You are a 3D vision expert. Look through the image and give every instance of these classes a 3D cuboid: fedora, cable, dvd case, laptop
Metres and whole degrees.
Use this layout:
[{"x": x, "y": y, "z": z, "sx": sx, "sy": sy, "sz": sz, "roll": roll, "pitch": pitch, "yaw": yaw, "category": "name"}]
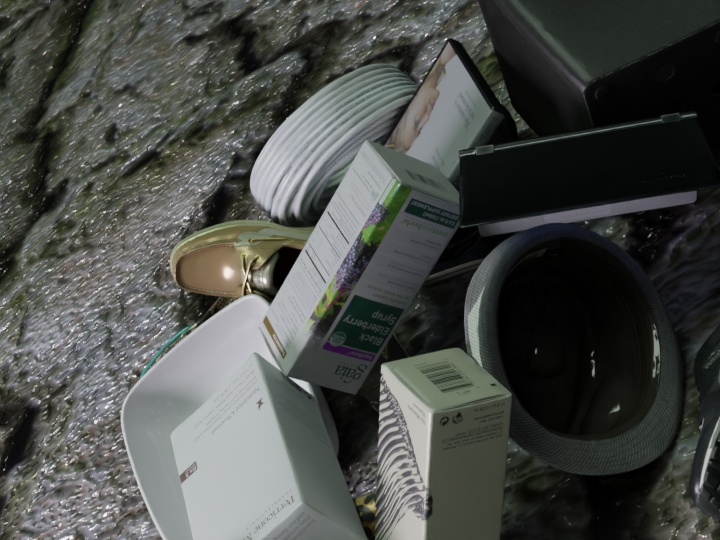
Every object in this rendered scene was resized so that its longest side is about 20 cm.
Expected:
[{"x": 0.152, "y": 0.068, "z": 1.110, "sx": 0.090, "sy": 0.175, "sz": 0.202, "roll": 128, "pitch": 132, "yaw": -64, "category": "fedora"}, {"x": -0.017, "y": -0.119, "z": 1.417, "sx": 0.200, "sy": 0.200, "sz": 0.069, "roll": -44, "pitch": 75, "yaw": 20, "category": "cable"}, {"x": 0.052, "y": -0.095, "z": 1.299, "sx": 0.201, "sy": 0.017, "sz": 0.143, "roll": -58, "pitch": 29, "yaw": 23, "category": "dvd case"}, {"x": 0.175, "y": -0.046, "z": 1.110, "sx": 0.185, "sy": 0.200, "sz": 0.117, "roll": -8, "pitch": 60, "yaw": 8, "category": "laptop"}]

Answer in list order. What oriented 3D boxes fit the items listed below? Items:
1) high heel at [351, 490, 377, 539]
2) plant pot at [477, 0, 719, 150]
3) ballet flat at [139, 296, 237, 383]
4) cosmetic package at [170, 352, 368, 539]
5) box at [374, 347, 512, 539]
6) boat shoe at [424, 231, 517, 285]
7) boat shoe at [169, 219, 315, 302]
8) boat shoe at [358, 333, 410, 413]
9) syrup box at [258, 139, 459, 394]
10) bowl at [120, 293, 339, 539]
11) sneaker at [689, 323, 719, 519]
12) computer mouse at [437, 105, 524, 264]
[{"x": -0.009, "y": 0.264, "z": 1.127, "sx": 0.200, "sy": 0.071, "sz": 0.143, "roll": -45, "pitch": 28, "yaw": 27, "category": "high heel"}, {"x": 0.226, "y": -0.189, "z": 1.209, "sx": 0.198, "sy": 0.201, "sz": 0.178, "roll": -25, "pitch": 47, "yaw": 2, "category": "plant pot"}, {"x": -0.134, "y": 0.066, "z": 1.426, "sx": 0.200, "sy": 0.068, "sz": 0.075, "roll": -47, "pitch": 59, "yaw": -3, "category": "ballet flat"}, {"x": -0.077, "y": 0.174, "z": 1.158, "sx": 0.113, "sy": 0.081, "sz": 0.200, "roll": -44, "pitch": 31, "yaw": 10, "category": "cosmetic package"}, {"x": 0.057, "y": 0.165, "z": 1.053, "sx": 0.068, "sy": 0.202, "sz": 0.082, "roll": -10, "pitch": 26, "yaw": -25, "category": "box"}, {"x": 0.111, "y": -0.047, "z": 1.329, "sx": 0.199, "sy": 0.062, "sz": 0.075, "roll": -23, "pitch": 39, "yaw": 30, "category": "boat shoe"}, {"x": -0.085, "y": -0.005, "z": 1.368, "sx": 0.198, "sy": 0.075, "sz": 0.067, "roll": -5, "pitch": 23, "yaw": 3, "category": "boat shoe"}, {"x": -0.007, "y": 0.063, "z": 1.345, "sx": 0.072, "sy": 0.060, "sz": 0.202, "roll": -45, "pitch": 34, "yaw": 2, "category": "boat shoe"}, {"x": 0.000, "y": 0.000, "z": 1.228, "sx": 0.201, "sy": 0.078, "sz": 0.082, "roll": -60, "pitch": 36, "yaw": 18, "category": "syrup box"}, {"x": -0.114, "y": 0.148, "z": 1.331, "sx": 0.199, "sy": 0.075, "sz": 0.201, "roll": -39, "pitch": 54, "yaw": 13, "category": "bowl"}, {"x": 0.272, "y": 0.088, "z": 1.021, "sx": 0.087, "sy": 0.076, "sz": 0.201, "roll": -15, "pitch": 39, "yaw": 59, "category": "sneaker"}, {"x": 0.106, "y": -0.102, "z": 1.301, "sx": 0.137, "sy": 0.053, "sz": 0.201, "roll": -24, "pitch": 38, "yaw": 11, "category": "computer mouse"}]
